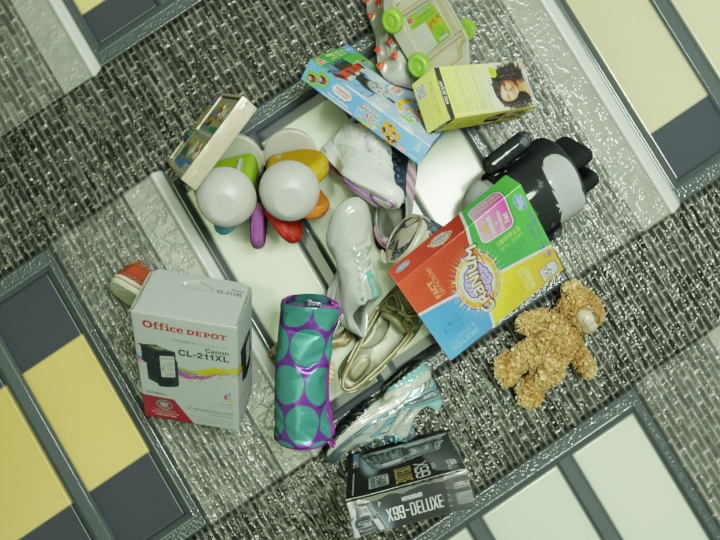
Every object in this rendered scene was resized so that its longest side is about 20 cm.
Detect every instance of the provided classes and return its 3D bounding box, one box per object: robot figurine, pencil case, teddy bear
[{"bbox_3d":[0.239,-0.108,0.927,0.197,0.125,0.152,-33,85,-1],"label":"robot figurine"},{"bbox_3d":[0.123,-0.006,0.907,0.197,0.078,0.090,27,110,-27],"label":"pencil case"},{"bbox_3d":[0.283,0.111,0.945,0.197,0.067,0.148,-30,90,0],"label":"teddy bear"},{"bbox_3d":[-0.072,0.138,0.893,0.089,0.085,0.207,4,93,4],"label":"pencil case"}]

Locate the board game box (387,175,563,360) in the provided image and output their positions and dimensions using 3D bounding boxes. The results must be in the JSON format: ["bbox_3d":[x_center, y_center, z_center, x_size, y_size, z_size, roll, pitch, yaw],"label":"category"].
[{"bbox_3d":[0.154,0.000,0.851,0.199,0.040,0.154,-39,120,1],"label":"board game box"}]

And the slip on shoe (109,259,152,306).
[{"bbox_3d":[-0.270,0.050,0.954,0.197,0.074,0.062,32,56,-4],"label":"slip on shoe"}]

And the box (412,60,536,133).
[{"bbox_3d":[0.166,-0.249,0.915,0.197,0.050,0.077,-19,88,-37],"label":"box"}]

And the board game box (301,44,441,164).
[{"bbox_3d":[0.029,-0.242,0.923,0.198,0.152,0.037,37,121,0],"label":"board game box"}]

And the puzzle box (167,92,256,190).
[{"bbox_3d":[-0.213,-0.187,0.902,0.025,0.200,0.134,38,88,-27],"label":"puzzle box"}]

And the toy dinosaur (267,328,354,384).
[{"bbox_3d":[-0.089,0.144,0.951,0.101,0.058,0.201,39,89,1],"label":"toy dinosaur"}]

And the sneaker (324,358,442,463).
[{"bbox_3d":[0.036,0.223,0.938,0.198,0.078,0.087,-39,91,-1],"label":"sneaker"}]

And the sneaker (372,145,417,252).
[{"bbox_3d":[0.052,-0.128,0.948,0.068,0.082,0.207,0,87,3],"label":"sneaker"}]

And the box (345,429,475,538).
[{"bbox_3d":[0.060,0.280,0.873,0.153,0.200,0.051,-15,90,0],"label":"box"}]

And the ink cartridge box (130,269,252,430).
[{"bbox_3d":[-0.227,0.113,0.888,0.141,0.084,0.204,8,128,2],"label":"ink cartridge box"}]

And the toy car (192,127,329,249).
[{"bbox_3d":[-0.138,-0.105,0.928,0.194,0.177,0.153,-5,124,0],"label":"toy car"}]

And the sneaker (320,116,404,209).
[{"bbox_3d":[0.011,-0.159,0.901,0.100,0.201,0.074,-49,133,9],"label":"sneaker"}]

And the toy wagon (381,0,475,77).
[{"bbox_3d":[0.087,-0.372,0.931,0.155,0.039,0.202,-43,104,-38],"label":"toy wagon"}]

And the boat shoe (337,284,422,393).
[{"bbox_3d":[0.037,0.094,0.949,0.073,0.063,0.201,41,89,2],"label":"boat shoe"}]

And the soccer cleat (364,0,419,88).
[{"bbox_3d":[0.052,-0.367,0.973,0.068,0.077,0.206,-17,68,36],"label":"soccer cleat"}]

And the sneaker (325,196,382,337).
[{"bbox_3d":[0.000,0.000,0.899,0.074,0.088,0.205,-19,130,-30],"label":"sneaker"}]
